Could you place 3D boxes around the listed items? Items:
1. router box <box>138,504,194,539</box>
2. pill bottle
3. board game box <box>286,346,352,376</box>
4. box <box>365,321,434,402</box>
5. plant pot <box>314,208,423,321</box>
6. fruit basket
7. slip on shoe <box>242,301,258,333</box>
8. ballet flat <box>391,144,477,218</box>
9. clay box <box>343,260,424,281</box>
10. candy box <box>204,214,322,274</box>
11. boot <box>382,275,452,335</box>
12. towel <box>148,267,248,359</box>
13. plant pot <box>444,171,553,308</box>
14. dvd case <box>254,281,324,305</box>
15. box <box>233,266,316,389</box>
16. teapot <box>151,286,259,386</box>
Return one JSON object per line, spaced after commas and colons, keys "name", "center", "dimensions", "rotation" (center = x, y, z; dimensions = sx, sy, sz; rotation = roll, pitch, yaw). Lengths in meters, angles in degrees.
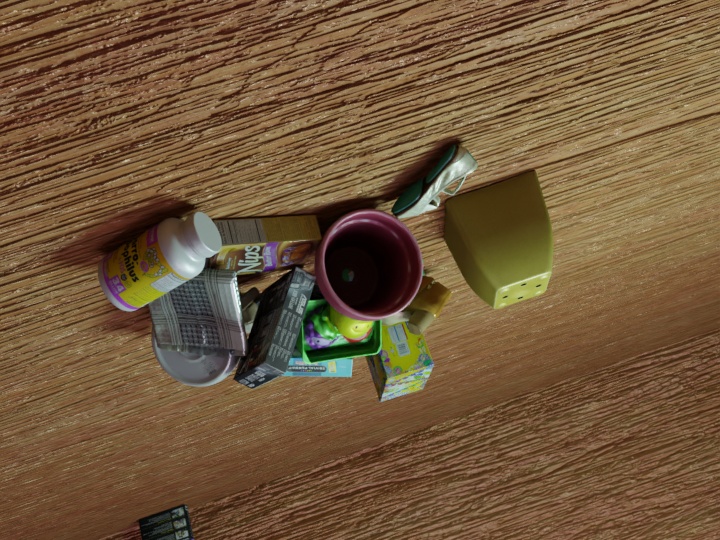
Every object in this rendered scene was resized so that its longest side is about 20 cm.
{"name": "router box", "center": [-0.785, 1.052, 3.284], "dimensions": [0.196, 0.151, 0.051], "rotation": [-17, 157, -3]}
{"name": "pill bottle", "center": [-0.328, -0.019, 1.338], "dimensions": [0.198, 0.106, 0.104], "rotation": [-28, 156, 18]}
{"name": "board game box", "center": [-0.122, 0.183, 1.831], "dimensions": [0.196, 0.151, 0.048], "rotation": [2, 112, -7]}
{"name": "box", "center": [0.079, 0.184, 1.979], "dimensions": [0.120, 0.203, 0.193], "rotation": [-14, 157, -11]}
{"name": "plant pot", "center": [0.000, 0.000, 1.542], "dimensions": [0.196, 0.204, 0.179], "rotation": [-12, 175, -16]}
{"name": "fruit basket", "center": [-0.032, 0.115, 1.735], "dimensions": [0.211, 0.159, 0.216], "rotation": [0, -172, 0]}
{"name": "slip on shoe", "center": [-0.279, 0.111, 1.727], "dimensions": [0.198, 0.061, 0.076], "rotation": [-20, -163, 45]}
{"name": "ballet flat", "center": [0.132, -0.143, 1.456], "dimensions": [0.062, 0.068, 0.200], "rotation": [33, 133, -17]}
{"name": "clay box", "center": [0.055, 0.003, 1.757], "dimensions": [0.114, 0.048, 0.199], "rotation": [-30, 154, 27]}
{"name": "candy box", "center": [-0.181, -0.043, 1.462], "dimensions": [0.197, 0.057, 0.117], "rotation": [-5, 154, -28]}
{"name": "boot", "center": [0.099, 0.062, 1.875], "dimensions": [0.144, 0.199, 0.072], "rotation": [-50, 149, -33]}
{"name": "towel", "center": [-0.301, 0.079, 1.471], "dimensions": [0.188, 0.035, 0.203], "rotation": [3, 127, 10]}
{"name": "plant pot", "center": [0.293, -0.044, 1.645], "dimensions": [0.192, 0.203, 0.195], "rotation": [-19, 157, -2]}
{"name": "dvd case", "center": [-0.137, 0.064, 1.781], "dimensions": [0.148, 0.016, 0.198], "rotation": [-33, 153, 28]}
{"name": "box", "center": [-0.163, 0.109, 1.536], "dimensions": [0.049, 0.203, 0.157], "rotation": [27, 151, -20]}
{"name": "teapot", "center": [-0.306, 0.120, 1.612], "dimensions": [0.196, 0.201, 0.146], "rotation": [10, -160, 9]}
